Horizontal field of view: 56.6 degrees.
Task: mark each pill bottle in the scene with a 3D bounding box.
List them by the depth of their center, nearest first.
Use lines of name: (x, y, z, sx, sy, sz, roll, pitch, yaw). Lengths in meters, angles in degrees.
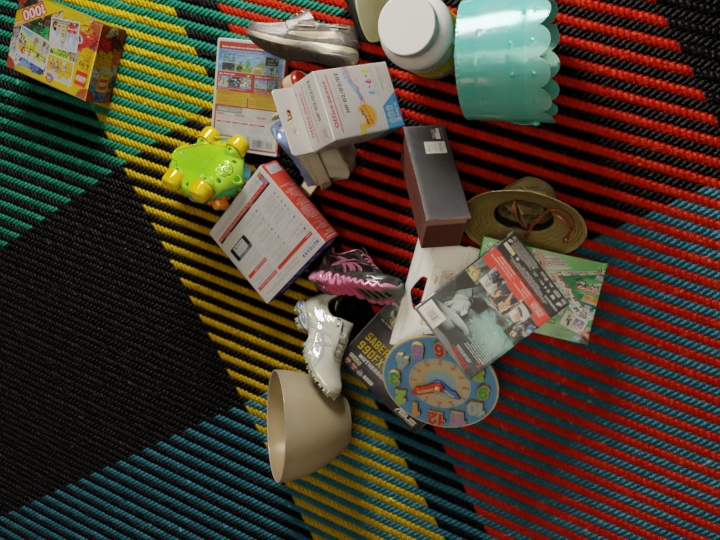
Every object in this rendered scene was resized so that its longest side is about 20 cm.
pill bottle: (0.095, -0.362, 1.031, 0.112, 0.200, 0.113, 3, 100, 18)

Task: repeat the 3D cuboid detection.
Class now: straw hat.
straw hat: (0.267, -0.103, 1.077, 0.200, 0.201, 0.085, 10, 62, 17)

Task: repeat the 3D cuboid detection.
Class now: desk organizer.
desk organizer: (0.117, -0.139, 1.095, 0.071, 0.077, 0.201, -5, 57, -7)

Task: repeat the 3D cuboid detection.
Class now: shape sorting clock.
shape sorting clock: (0.133, 0.191, 1.126, 0.199, 0.039, 0.201, 10, 128, 13)

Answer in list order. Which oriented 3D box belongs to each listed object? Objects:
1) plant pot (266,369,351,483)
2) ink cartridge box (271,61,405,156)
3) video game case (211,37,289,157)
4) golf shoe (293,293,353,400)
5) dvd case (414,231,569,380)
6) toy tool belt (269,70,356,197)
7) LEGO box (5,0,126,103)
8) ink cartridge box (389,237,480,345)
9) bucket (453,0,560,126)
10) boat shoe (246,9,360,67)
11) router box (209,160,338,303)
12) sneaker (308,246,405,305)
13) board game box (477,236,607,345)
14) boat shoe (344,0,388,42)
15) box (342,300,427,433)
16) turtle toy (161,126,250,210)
plant pot: (-0.092, 0.282, 1.232, 0.134, 0.200, 0.201, 0, 102, -16)
ink cartridge box: (-0.033, -0.265, 1.090, 0.068, 0.200, 0.116, -14, 96, 53)
video game case: (-0.206, -0.320, 1.237, 0.142, 0.017, 0.201, 11, 103, 17)
golf shoe: (-0.054, 0.128, 1.203, 0.097, 0.078, 0.201, -24, 64, 14)
dvd case: (0.206, 0.056, 1.055, 0.200, 0.022, 0.146, -38, 87, -1)
toy tool belt: (-0.104, -0.229, 1.160, 0.123, 0.125, 0.200, -24, 111, 27)
LEGO box: (-0.576, -0.434, 1.310, 0.199, 0.077, 0.149, 24, 106, 13)
ink cartridge box: (0.159, 0.056, 1.138, 0.173, 0.044, 0.201, 16, 92, 10)
bucket: (0.224, -0.319, 1.000, 0.134, 0.207, 0.208, 1, 100, 20)
boat shoe: (-0.095, -0.405, 1.157, 0.199, 0.074, 0.074, 13, 86, 1)
router box: (-0.164, -0.067, 1.226, 0.180, 0.049, 0.200, 50, 125, 4)
sneaker: (0.000, 0.000, 1.172, 0.199, 0.079, 0.096, 10, 64, 38)
board game box: (0.281, 0.031, 1.081, 0.199, 0.029, 0.135, 14, 94, 8)
boat shoe: (-0.004, -0.483, 1.118, 0.063, 0.074, 0.202, 2, 109, 47)
box: (0.083, 0.169, 1.211, 0.200, 0.048, 0.158, 44, 110, 6)
turtle toy: (-0.285, -0.181, 1.232, 0.199, 0.101, 0.146, 22, 66, 33)
